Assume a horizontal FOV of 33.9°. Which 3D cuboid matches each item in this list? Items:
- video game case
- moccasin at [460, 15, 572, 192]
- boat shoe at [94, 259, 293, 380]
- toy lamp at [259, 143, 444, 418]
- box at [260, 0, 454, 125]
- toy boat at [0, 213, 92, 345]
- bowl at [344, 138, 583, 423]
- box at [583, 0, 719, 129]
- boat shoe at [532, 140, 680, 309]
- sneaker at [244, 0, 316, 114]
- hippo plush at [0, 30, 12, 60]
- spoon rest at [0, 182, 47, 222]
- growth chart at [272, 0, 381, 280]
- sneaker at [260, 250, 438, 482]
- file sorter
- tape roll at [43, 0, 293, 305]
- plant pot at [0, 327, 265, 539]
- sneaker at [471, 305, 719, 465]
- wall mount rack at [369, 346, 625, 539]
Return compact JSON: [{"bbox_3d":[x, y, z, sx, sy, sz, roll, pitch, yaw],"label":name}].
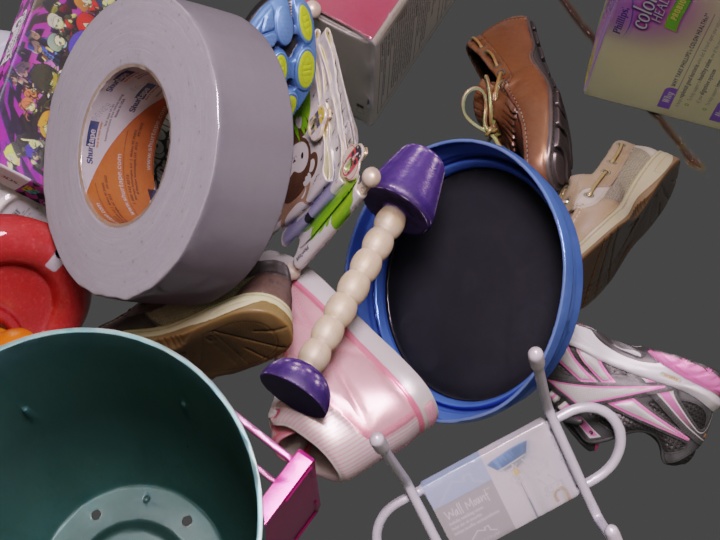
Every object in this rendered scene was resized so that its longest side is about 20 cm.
[{"bbox_3d":[-0.191,-0.132,0.916,0.180,0.036,0.203,29,63,-34],"label":"video game case"},{"bbox_3d":[0.119,-0.129,0.932,0.076,0.074,0.204,-16,48,8],"label":"moccasin"},{"bbox_3d":[-0.128,0.044,0.859,0.197,0.074,0.066,-14,42,27],"label":"boat shoe"},{"bbox_3d":[0.000,0.000,0.807,0.058,0.058,0.202,26,66,9],"label":"toy lamp"},{"bbox_3d":[0.015,-0.247,0.971,0.108,0.128,0.202,28,69,11],"label":"box"},{"bbox_3d":[-0.255,0.059,0.823,0.129,0.130,0.203,7,66,44],"label":"toy boat"},{"bbox_3d":[0.073,0.008,0.856,0.198,0.039,0.205,-6,81,41],"label":"bowl"},{"bbox_3d":[0.295,-0.199,0.931,0.196,0.176,0.098,15,68,6],"label":"box"},{"bbox_3d":[0.177,-0.038,0.906,0.064,0.073,0.200,28,48,22],"label":"boat shoe"},{"bbox_3d":[-0.094,-0.114,0.865,0.070,0.202,0.083,0,39,-36],"label":"sneaker"},{"bbox_3d":[-0.330,-0.130,0.932,0.158,0.160,0.203,-1,59,-27],"label":"hippo plush"},{"bbox_3d":[-0.300,-0.014,0.900,0.201,0.100,0.060,-49,49,-7],"label":"spoon rest"},{"bbox_3d":[-0.044,-0.094,0.866,0.017,0.145,0.202,9,48,-32],"label":"growth chart"},{"bbox_3d":[-0.044,0.070,0.850,0.104,0.076,0.200,-38,55,-16],"label":"sneaker"},{"bbox_3d":[-0.135,0.186,0.789,0.125,0.139,0.201,34,71,14],"label":"file sorter"},{"bbox_3d":[-0.134,-0.079,0.794,0.066,0.199,0.203,7,59,-46],"label":"tape roll"},{"bbox_3d":[-0.141,0.157,0.640,0.196,0.162,0.204,-1,65,2],"label":"plant pot"},{"bbox_3d":[0.165,0.086,0.871,0.197,0.080,0.088,19,90,17],"label":"sneaker"},{"bbox_3d":[0.091,0.140,0.800,0.198,0.075,0.176,-28,109,0],"label":"wall mount rack"}]
